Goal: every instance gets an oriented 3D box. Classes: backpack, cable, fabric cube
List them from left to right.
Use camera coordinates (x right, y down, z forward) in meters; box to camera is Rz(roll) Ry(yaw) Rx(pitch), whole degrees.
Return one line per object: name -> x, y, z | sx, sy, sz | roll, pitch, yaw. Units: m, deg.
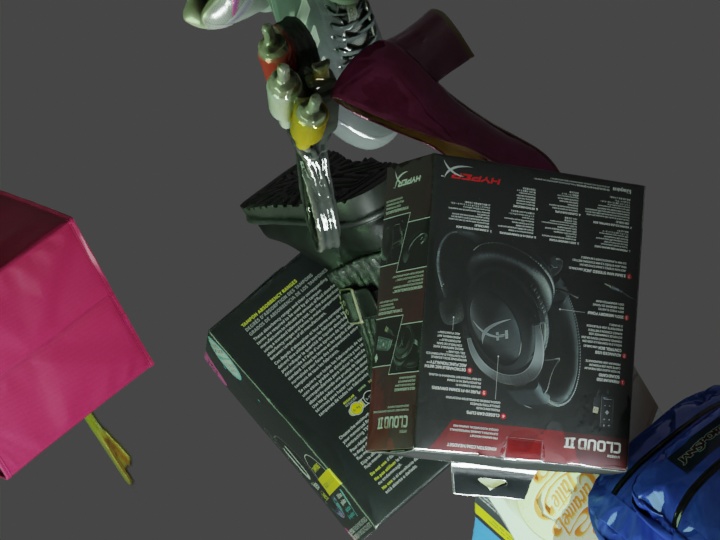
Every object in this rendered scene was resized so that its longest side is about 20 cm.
fabric cube -> -0.372, 0.062, 2.494 | 0.196, 0.199, 0.200 | 16, 139, 54
cable -> -0.045, -0.091, 1.620 | 0.200, 0.050, 0.097 | 95, 150, -56
backpack -> 0.242, 0.157, 1.492 | 0.200, 0.162, 0.168 | 40, 159, 50

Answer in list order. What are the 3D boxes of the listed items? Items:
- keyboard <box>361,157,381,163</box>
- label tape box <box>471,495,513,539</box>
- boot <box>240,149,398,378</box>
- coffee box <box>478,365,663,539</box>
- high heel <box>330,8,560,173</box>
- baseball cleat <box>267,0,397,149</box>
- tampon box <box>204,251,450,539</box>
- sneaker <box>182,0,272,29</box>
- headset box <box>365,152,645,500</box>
keyboard -> 0.057, 0.012, 1.810 | 0.127, 0.021, 0.200 | 33, 152, 39
label tape box -> 0.156, 0.182, 1.820 | 0.144, 0.063, 0.200 | 40, 155, 24
boot -> -0.002, 0.001, 1.785 | 0.158, 0.079, 0.211 | 63, 161, -18
coffee box -> 0.154, 0.137, 1.648 | 0.114, 0.080, 0.200 | -29, 97, 26
high heel -> 0.063, -0.065, 1.574 | 0.200, 0.096, 0.067 | 54, 158, -6
baseball cleat -> -0.016, -0.165, 1.612 | 0.106, 0.070, 0.200 | 9, 134, 60
tampon box -> -0.014, 0.094, 1.904 | 0.200, 0.126, 0.150 | 49, 169, 5
sneaker -> -0.115, -0.248, 1.651 | 0.081, 0.088, 0.200 | 10, 134, 59
headset box -> 0.089, 0.039, 1.492 | 0.077, 0.148, 0.201 | 170, 105, -67
